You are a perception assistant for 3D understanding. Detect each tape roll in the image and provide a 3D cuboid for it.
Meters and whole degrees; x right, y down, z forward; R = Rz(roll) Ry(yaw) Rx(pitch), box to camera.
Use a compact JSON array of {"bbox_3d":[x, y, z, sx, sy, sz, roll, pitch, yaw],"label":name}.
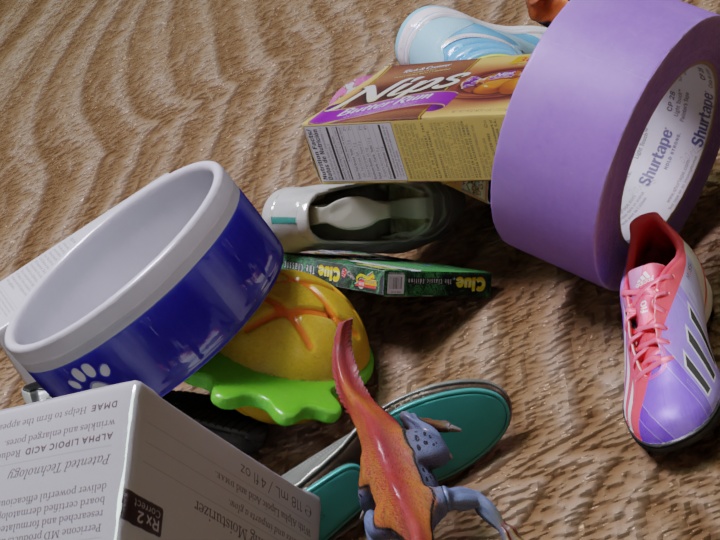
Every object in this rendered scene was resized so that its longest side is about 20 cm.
[{"bbox_3d":[0.177,-0.094,1.275,0.085,0.201,0.200,26,54,26],"label":"tape roll"}]

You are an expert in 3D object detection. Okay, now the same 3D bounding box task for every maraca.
[{"bbox_3d":[-0.060,0.063,1.336,0.136,0.108,0.200,12,20,4],"label":"maraca"}]

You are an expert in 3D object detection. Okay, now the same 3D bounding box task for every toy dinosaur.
[{"bbox_3d":[0.014,0.141,1.098,0.105,0.200,0.181,-44,-2,9],"label":"toy dinosaur"}]

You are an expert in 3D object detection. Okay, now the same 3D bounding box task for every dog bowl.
[{"bbox_3d":[-0.154,0.015,1.323,0.200,0.079,0.200,-35,20,14],"label":"dog bowl"}]

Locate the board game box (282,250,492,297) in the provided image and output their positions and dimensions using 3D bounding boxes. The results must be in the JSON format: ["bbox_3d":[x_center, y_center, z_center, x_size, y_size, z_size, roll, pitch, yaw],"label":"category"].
[{"bbox_3d":[0.000,0.000,1.442,0.104,0.024,0.200,4,4,-35],"label":"board game box"}]

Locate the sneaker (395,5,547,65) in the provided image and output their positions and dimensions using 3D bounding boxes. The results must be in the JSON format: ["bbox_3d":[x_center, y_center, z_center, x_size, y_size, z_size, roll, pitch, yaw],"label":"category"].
[{"bbox_3d":[0.136,-0.151,1.522,0.199,0.080,0.131,6,26,-31],"label":"sneaker"}]

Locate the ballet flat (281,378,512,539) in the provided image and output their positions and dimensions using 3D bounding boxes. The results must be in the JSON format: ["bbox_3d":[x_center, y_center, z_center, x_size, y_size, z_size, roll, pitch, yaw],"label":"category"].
[{"bbox_3d":[0.006,0.126,1.225,0.199,0.068,0.064,-31,17,-5],"label":"ballet flat"}]

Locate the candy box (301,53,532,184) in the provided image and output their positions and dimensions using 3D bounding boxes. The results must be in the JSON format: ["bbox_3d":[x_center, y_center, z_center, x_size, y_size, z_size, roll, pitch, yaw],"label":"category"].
[{"bbox_3d":[0.069,-0.113,1.378,0.199,0.057,0.117,3,30,41],"label":"candy box"}]

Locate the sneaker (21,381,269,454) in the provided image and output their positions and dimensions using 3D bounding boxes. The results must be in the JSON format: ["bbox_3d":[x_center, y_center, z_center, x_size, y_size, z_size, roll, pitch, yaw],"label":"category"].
[{"bbox_3d":[-0.160,0.135,1.386,0.199,0.089,0.074,4,6,22],"label":"sneaker"}]

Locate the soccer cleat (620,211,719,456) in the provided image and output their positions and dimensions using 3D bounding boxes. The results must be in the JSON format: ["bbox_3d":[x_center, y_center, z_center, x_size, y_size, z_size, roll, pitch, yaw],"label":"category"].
[{"bbox_3d":[0.191,0.039,1.179,0.068,0.073,0.200,-19,27,20],"label":"soccer cleat"}]

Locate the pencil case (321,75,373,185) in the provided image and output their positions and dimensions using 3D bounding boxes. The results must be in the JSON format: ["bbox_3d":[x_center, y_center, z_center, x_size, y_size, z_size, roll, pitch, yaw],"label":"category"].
[{"bbox_3d":[0.005,-0.096,1.611,0.082,0.087,0.200,-5,28,4],"label":"pencil case"}]

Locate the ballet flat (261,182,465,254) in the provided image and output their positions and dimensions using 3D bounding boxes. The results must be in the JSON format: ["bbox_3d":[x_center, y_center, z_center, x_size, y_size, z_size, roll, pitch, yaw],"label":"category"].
[{"bbox_3d":[0.017,-0.045,1.456,0.199,0.070,0.069,-8,11,-35],"label":"ballet flat"}]

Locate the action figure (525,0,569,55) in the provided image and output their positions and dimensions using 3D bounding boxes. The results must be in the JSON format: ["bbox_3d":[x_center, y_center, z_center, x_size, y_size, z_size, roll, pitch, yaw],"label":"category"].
[{"bbox_3d":[0.209,-0.171,1.454,0.105,0.193,0.200,-63,35,27],"label":"action figure"}]

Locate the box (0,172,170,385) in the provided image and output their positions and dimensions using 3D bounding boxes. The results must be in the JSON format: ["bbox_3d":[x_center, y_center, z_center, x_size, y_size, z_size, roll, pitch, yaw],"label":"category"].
[{"bbox_3d":[-0.200,0.031,1.540,0.199,0.125,0.097,-34,25,-10],"label":"box"}]

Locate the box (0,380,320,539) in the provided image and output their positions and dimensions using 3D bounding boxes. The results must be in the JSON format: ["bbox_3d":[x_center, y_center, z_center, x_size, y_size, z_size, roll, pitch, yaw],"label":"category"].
[{"bbox_3d":[-0.158,0.177,1.109,0.199,0.199,0.131,-13,58,29],"label":"box"}]

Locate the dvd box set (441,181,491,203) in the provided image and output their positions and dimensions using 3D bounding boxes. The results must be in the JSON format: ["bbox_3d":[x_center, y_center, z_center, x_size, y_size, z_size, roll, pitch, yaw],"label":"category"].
[{"bbox_3d":[0.117,-0.090,1.465,0.146,0.030,0.200,-4,16,-25],"label":"dvd box set"}]
